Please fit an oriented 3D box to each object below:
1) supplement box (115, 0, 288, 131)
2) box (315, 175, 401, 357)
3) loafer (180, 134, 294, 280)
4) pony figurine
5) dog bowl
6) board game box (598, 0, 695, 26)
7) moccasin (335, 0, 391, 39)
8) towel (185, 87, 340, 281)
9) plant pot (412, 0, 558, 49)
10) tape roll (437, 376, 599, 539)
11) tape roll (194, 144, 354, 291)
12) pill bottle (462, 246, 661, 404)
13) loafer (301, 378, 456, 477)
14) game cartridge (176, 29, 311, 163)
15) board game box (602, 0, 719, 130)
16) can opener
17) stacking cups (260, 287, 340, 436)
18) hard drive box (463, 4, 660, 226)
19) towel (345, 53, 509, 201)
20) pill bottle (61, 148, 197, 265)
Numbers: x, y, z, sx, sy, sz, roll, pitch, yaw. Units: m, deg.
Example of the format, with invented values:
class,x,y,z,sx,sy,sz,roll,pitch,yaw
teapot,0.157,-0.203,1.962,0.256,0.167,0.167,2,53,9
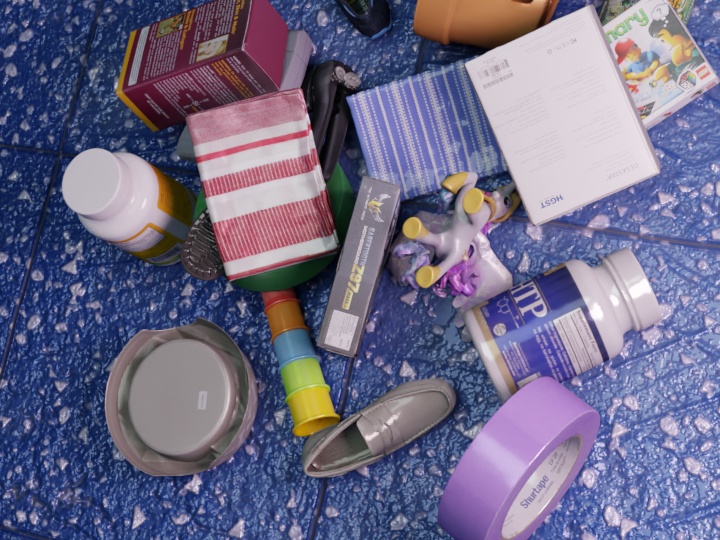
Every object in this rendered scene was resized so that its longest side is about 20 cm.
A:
class,x,y,z,sx,sy,sz,roll,pitch,yaw
supplement box,-0.198,-0.265,1.730,0.198,0.086,0.111,-14,52,27
box,0.000,0.000,1.595,0.051,0.158,0.202,16,86,2
loafer,-0.140,-0.072,1.654,0.073,0.071,0.201,38,89,0
pony figurine,0.111,-0.030,1.573,0.166,0.200,0.194,37,107,18
dog bowl,-0.216,0.159,1.702,0.198,0.059,0.202,-5,75,20
board game box,0.345,-0.325,1.629,0.104,0.023,0.202,21,85,27
moccasin,-0.018,-0.391,1.761,0.080,0.068,0.201,-38,66,8
towel,-0.114,-0.102,1.607,0.143,0.023,0.202,-14,89,2
plant pot,0.166,-0.346,1.623,0.139,0.200,0.202,25,86,8
tape roll,0.170,0.213,1.461,0.065,0.200,0.201,35,90,26
tape roll,-0.107,-0.073,1.701,0.198,0.048,0.202,-9,59,15
pill bottle,0.224,0.057,1.520,0.199,0.120,0.120,-26,68,3
loafer,0.021,0.188,1.589,0.199,0.070,0.070,-30,100,15
game cartridge,-0.143,-0.223,1.748,0.132,0.042,0.201,5,63,41
board game box,0.298,-0.216,1.594,0.199,0.035,0.127,-34,74,17
can opener,-0.040,-0.184,1.693,0.079,0.063,0.201,-39,35,39
stacking cups,-0.084,0.100,1.668,0.060,0.060,0.201,-26,66,13
hard drive box,0.228,-0.174,1.542,0.155,0.077,0.202,-22,95,16
towel,0.093,-0.168,1.656,0.198,0.024,0.146,-15,96,16
pill bottle,-0.285,-0.082,1.713,0.110,0.200,0.112,-5,74,19
